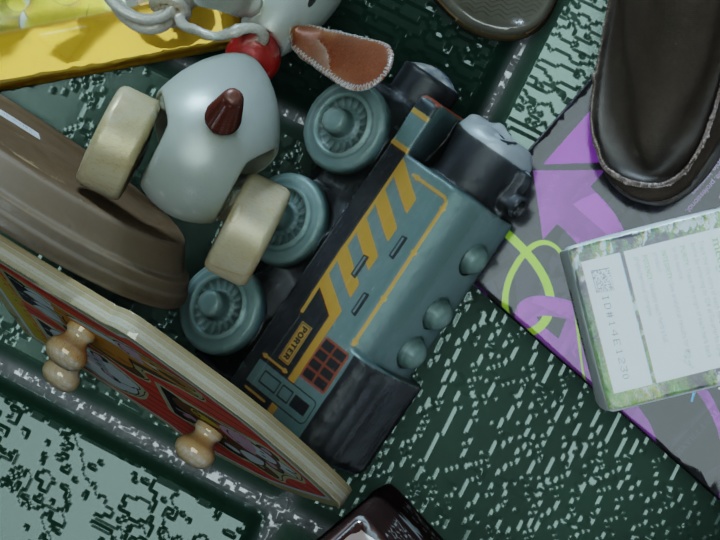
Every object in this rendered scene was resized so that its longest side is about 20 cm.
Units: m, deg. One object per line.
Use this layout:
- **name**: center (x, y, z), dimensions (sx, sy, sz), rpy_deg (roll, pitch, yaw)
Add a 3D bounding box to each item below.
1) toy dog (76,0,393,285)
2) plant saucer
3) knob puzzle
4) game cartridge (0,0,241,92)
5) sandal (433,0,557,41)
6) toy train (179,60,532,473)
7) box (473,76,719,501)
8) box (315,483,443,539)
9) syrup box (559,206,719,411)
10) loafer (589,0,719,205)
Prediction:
- **toy dog**: center (-0.053, -0.095, 1.047), dimensions (0.132, 0.096, 0.200), rpy_deg (14, 54, -19)
- **plant saucer**: center (-0.159, -0.049, 1.066), dimensions (0.200, 0.200, 0.030), rpy_deg (34, 96, 4)
- **knob puzzle**: center (-0.095, 0.060, 1.060), dimensions (0.219, 0.220, 0.030), rpy_deg (33, 77, 4)
- **game cartridge**: center (-0.160, -0.195, 1.155), dimensions (0.176, 0.032, 0.200), rpy_deg (-11, 89, 4)
- **sandal**: center (0.071, -0.214, 1.126), dimensions (0.082, 0.055, 0.200), rpy_deg (10, 89, 5)
- **toy train**: center (0.000, 0.000, 1.099), dimensions (0.114, 0.085, 0.200), rpy_deg (37, 94, 31)
- **box**: center (0.159, 0.004, 1.125), dimensions (0.200, 0.036, 0.143), rpy_deg (41, 92, 3)
- **box**: center (0.000, 0.215, 1.049), dimensions (0.164, 0.200, 0.166), rpy_deg (-42, 87, 3)
- **syrup box**: center (0.199, 0.003, 1.065), dimensions (0.200, 0.081, 0.079), rpy_deg (-14, 89, 2)
- **loafer**: center (0.141, -0.127, 1.054), dimensions (0.073, 0.071, 0.200), rpy_deg (16, 105, 24)
